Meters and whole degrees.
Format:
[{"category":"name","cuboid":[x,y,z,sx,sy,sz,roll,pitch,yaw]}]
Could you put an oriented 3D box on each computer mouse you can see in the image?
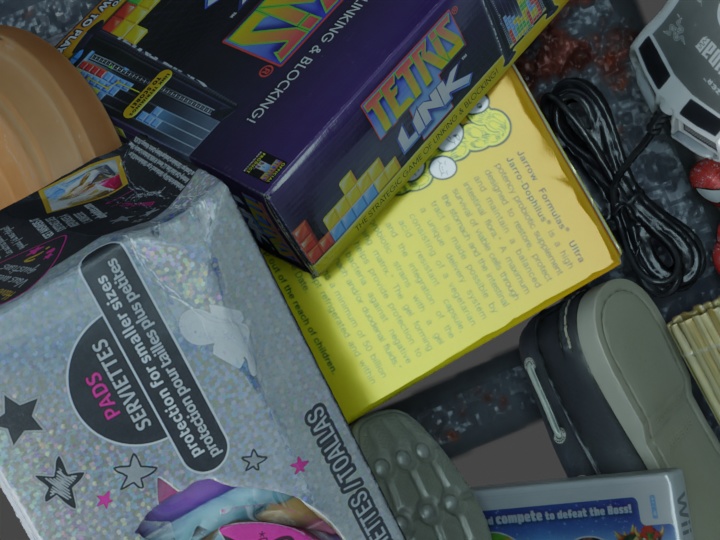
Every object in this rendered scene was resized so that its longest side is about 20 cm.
[{"category":"computer mouse","cuboid":[0.156,-0.087,0.757,0.110,0.044,0.200,54,135,18]}]

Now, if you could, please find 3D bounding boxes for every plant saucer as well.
[{"category":"plant saucer","cuboid":[-0.162,-0.004,0.758,0.199,0.032,0.202,11,105,44]}]

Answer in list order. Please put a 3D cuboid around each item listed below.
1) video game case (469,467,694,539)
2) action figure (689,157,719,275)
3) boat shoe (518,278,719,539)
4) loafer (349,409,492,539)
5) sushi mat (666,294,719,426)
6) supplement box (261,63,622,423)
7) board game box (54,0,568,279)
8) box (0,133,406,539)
[{"category":"video game case","cuboid":[0.092,0.194,0.783,0.142,0.018,0.202,-10,88,34]},{"category":"action figure","cuboid":[0.227,0.019,0.804,0.200,0.052,0.065,42,95,4]},{"category":"boat shoe","cuboid":[0.131,0.104,0.809,0.062,0.072,0.201,-18,95,44]},{"category":"loafer","cuboid":[0.030,0.161,0.767,0.070,0.070,0.201,-13,81,-36]},{"category":"sushi mat","cuboid":[0.223,0.087,0.787,0.095,0.012,0.201,-27,100,16]},{"category":"supplement box","cuboid":[0.000,0.000,0.779,0.199,0.109,0.110,-30,88,0]},{"category":"board game box","cuboid":[-0.017,-0.110,0.739,0.165,0.057,0.200,25,67,42]},{"category":"box","cuboid":[-0.069,0.071,0.639,0.114,0.132,0.201,-31,110,-11]}]
